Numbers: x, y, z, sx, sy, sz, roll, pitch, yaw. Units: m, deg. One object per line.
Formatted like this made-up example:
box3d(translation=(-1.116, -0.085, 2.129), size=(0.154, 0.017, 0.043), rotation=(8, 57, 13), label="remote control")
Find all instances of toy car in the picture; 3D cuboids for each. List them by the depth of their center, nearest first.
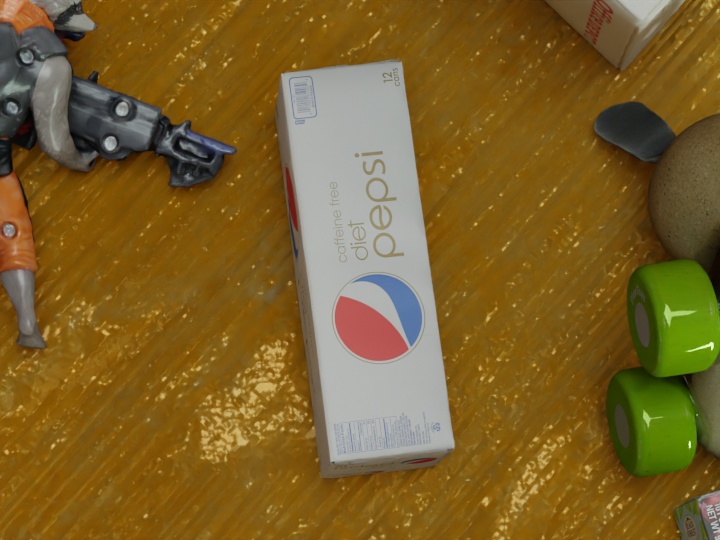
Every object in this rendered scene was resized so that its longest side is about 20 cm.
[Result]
box3d(translation=(0.193, -0.016, 1.204), size=(0.164, 0.158, 0.200), rotation=(-9, 50, -11), label="toy car")

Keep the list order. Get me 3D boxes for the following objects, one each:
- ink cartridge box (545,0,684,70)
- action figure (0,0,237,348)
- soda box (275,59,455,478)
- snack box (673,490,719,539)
box3d(translation=(0.091, -0.206, 1.201), size=(0.200, 0.148, 0.086), rotation=(42, 89, 3), label="ink cartridge box")
box3d(translation=(-0.166, -0.061, 1.177), size=(0.200, 0.105, 0.194), rotation=(13, 87, 0), label="action figure")
box3d(translation=(0.000, 0.000, 1.193), size=(0.064, 0.068, 0.200), rotation=(-6, 79, -6), label="soda box")
box3d(translation=(0.275, 0.157, 1.193), size=(0.200, 0.053, 0.142), rotation=(-14, 81, -8), label="snack box")
